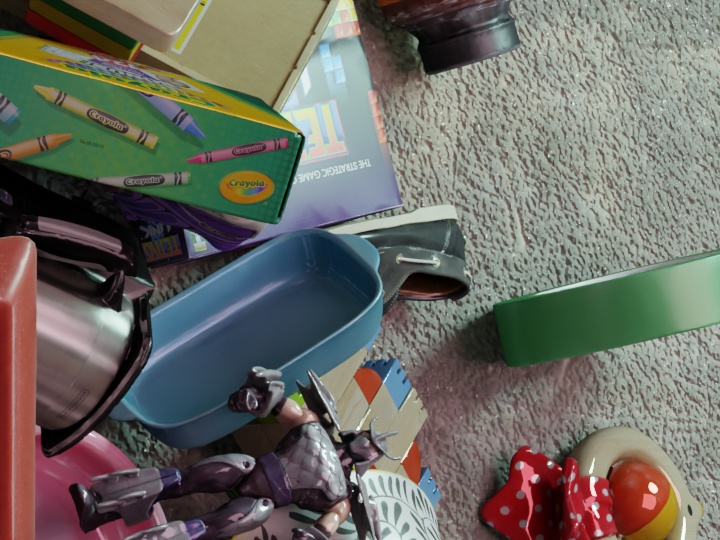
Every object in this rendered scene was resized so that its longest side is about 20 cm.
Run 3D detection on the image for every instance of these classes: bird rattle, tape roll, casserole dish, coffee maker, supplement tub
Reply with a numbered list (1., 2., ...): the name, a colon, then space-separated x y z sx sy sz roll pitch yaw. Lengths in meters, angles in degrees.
1. bird rattle: 0.182 0.186 2.034 0.200 0.113 0.163 41 43 -14
2. tape roll: 0.195 0.023 1.981 0.200 0.200 0.048 -14 91 -44
3. casserole dish: -0.072 0.046 1.762 0.200 0.121 0.039 -31 127 -14
4. coffee maker: -0.238 -0.007 1.634 0.200 0.192 0.135 30 95 -29
5. supplement tub: 0.051 -0.241 1.967 0.107 0.107 0.200 -22 96 -44

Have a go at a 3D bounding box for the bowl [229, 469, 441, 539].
1. bowl: -0.008 0.231 1.747 0.201 0.094 0.201 -23 134 -27

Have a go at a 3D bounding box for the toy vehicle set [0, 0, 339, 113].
1. toy vehicle set: -0.124 -0.171 1.763 0.200 0.027 0.124 28 48 -1

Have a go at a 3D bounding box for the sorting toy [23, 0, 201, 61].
1. sorting toy: -0.173 -0.229 1.721 0.200 0.070 0.199 28 48 -1

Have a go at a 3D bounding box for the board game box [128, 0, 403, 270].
1. board game box: -0.075 -0.100 1.854 0.200 0.057 0.165 -16 91 -44

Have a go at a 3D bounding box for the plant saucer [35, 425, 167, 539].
1. plant saucer: -0.199 0.188 1.679 0.200 0.051 0.201 11 74 -42

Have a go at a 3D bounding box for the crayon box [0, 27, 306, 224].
1. crayon box: -0.144 -0.087 1.608 0.200 0.119 0.058 14 100 -18

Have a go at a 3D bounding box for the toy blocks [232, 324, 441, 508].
1. toy blocks: -0.007 0.115 1.856 0.200 0.100 0.137 63 38 -28

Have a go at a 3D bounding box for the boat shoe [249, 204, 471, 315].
1. boat shoe: 0.000 0.000 1.892 0.200 0.072 0.068 -8 83 -46

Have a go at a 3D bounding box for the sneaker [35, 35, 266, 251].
1. sneaker: -0.150 -0.068 1.728 0.200 0.083 0.081 31 52 -3

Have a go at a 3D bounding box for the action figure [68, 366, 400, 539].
1. action figure: -0.066 0.130 1.668 0.200 0.069 0.130 -18 67 -17

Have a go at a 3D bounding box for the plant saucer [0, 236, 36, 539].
1. plant saucer: -0.270 0.087 1.532 0.200 0.037 0.200 -5 116 -19
